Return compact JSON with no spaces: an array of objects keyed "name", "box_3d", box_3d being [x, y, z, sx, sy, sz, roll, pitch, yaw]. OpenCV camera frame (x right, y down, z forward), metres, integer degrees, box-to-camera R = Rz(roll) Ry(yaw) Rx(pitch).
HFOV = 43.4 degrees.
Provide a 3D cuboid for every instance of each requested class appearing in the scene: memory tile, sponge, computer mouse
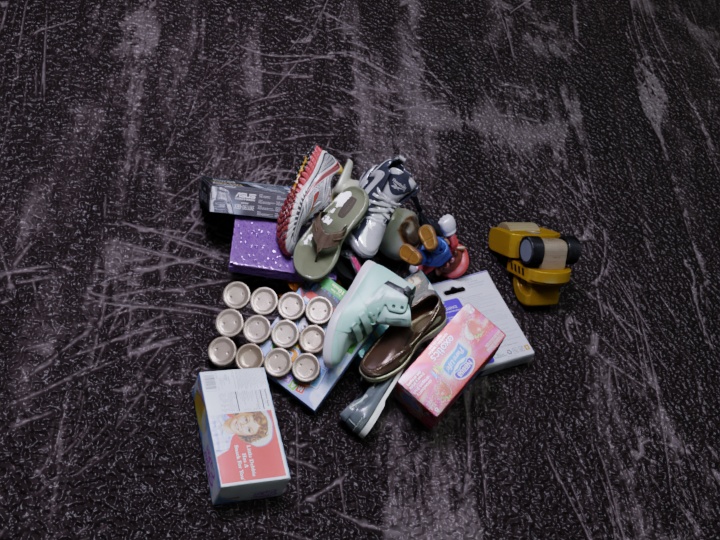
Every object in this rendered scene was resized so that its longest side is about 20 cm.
[{"name":"memory tile","box_3d":[-0.153,0.106,1.543,0.196,0.017,0.156,10,72,3]},{"name":"sponge","box_3d":[-0.139,-0.035,1.648,0.196,0.030,0.113,9,53,-13]},{"name":"computer mouse","box_3d":[0.129,-0.114,1.805,0.034,0.201,0.059,-29,53,1]}]

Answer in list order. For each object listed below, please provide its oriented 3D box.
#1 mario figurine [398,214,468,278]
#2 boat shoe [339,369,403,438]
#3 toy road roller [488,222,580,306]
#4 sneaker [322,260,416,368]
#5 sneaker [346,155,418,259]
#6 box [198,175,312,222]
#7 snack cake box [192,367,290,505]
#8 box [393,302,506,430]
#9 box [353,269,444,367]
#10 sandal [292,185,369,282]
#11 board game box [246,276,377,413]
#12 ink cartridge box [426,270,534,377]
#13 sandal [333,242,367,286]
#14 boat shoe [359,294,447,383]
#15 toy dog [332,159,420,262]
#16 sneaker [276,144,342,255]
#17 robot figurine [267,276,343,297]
[{"name":"mario figurine","box_3d":[0.136,-0.044,1.743,0.199,0.121,0.108,18,68,-63]},{"name":"boat shoe","box_3d":[0.026,0.197,1.580,0.061,0.073,0.201,31,53,0]},{"name":"toy road roller","box_3d":[0.354,-0.012,1.872,0.121,0.149,0.200,0,16,-22]},{"name":"sneaker","box_3d":[0.020,0.087,1.515,0.117,0.074,0.202,22,70,19]},{"name":"sneaker","box_3d":[0.044,-0.126,1.643,0.079,0.129,0.201,33,52,-18]},{"name":"box","box_3d":[-0.199,-0.135,1.711,0.196,0.051,0.158,5,10,-18]},{"name":"snack cake box","box_3d":[-0.192,0.260,1.442,0.113,0.068,0.202,0,54,-25]},{"name":"box","box_3d":[0.156,0.169,1.596,0.095,0.100,0.200,40,71,13]},{"name":"box","box_3d":[0.053,0.087,1.655,0.199,0.049,0.083,-34,81,-23]},{"name":"sandal","box_3d":[-0.056,-0.073,1.581,0.079,0.058,0.203,27,72,12]},{"name":"board game box","box_3d":[-0.079,0.120,1.568,0.150,0.037,0.201,35,76,8]},{"name":"ink cartridge box","box_3d":[0.210,0.108,1.745,0.195,0.044,0.202,-12,60,-28]},{"name":"sandal","box_3d":[0.000,0.000,1.669,0.200,0.045,0.076,49,35,-35]},{"name":"boat shoe","box_3d":[0.071,0.110,1.574,0.074,0.076,0.202,30,55,31]},{"name":"toy dog","box_3d":[0.029,-0.097,1.776,0.197,0.140,0.196,22,48,-6]},{"name":"sneaker","box_3d":[-0.090,-0.119,1.623,0.081,0.078,0.203,25,83,-19]},{"name":"robot figurine","box_3d":[-0.106,0.017,1.680,0.143,0.059,0.201,-21,64,-34]}]
